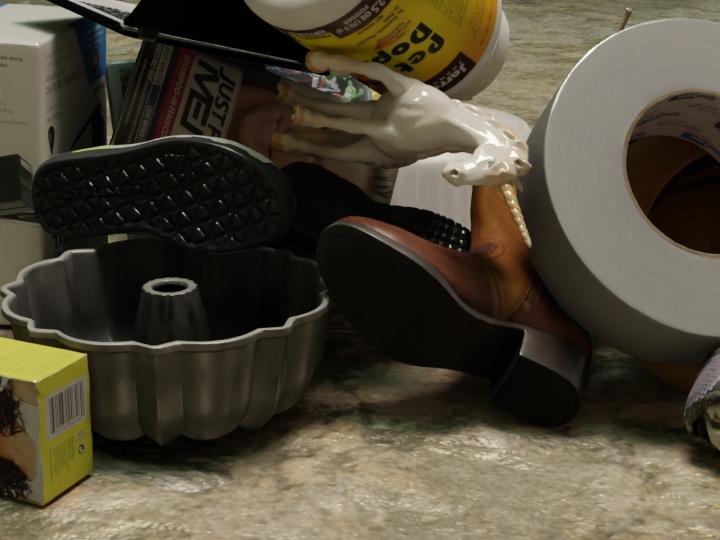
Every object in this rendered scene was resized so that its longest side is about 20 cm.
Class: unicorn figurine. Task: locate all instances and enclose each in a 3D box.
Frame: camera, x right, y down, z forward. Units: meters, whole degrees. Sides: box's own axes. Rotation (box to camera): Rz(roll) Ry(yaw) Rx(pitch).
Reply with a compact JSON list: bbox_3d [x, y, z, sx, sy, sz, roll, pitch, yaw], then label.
[{"bbox_3d":[0.022,-0.084,0.931,0.136,0.074,0.200,14,9,-13],"label":"unicorn figurine"}]

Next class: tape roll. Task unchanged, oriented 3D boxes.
[{"bbox_3d":[0.196,-0.047,0.929,0.198,0.202,0.066,-4,-17,-12],"label":"tape roll"}]

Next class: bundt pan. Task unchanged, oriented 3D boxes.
[{"bbox_3d":[-0.114,0.044,0.929,0.200,0.076,0.202,1,18,0],"label":"bundt pan"}]

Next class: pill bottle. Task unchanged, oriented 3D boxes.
[{"bbox_3d":[0.016,-0.170,0.949,0.109,0.110,0.200,13,-5,33],"label":"pill bottle"}]

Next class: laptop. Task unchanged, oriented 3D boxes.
[{"bbox_3d":[-0.088,-0.204,1.038,0.186,0.117,0.199,5,17,-46],"label":"laptop"}]

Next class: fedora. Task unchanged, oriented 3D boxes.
[{"bbox_3d":[0.230,-0.004,1.001,0.199,0.202,0.082,-4,-17,-12],"label":"fedora"}]

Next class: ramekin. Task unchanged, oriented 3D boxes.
[{"bbox_3d":[0.057,-0.074,1.255,0.200,0.095,0.203,0,19,0],"label":"ramekin"}]

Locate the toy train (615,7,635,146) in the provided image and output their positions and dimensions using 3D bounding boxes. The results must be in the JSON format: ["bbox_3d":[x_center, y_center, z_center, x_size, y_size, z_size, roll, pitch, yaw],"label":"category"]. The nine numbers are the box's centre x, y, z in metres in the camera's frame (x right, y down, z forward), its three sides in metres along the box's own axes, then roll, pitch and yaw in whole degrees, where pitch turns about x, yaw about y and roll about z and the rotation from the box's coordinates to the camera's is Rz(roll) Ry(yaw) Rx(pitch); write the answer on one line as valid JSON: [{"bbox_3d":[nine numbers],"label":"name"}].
[{"bbox_3d":[0.205,-0.099,1.173,0.084,0.201,0.115,32,26,34],"label":"toy train"}]

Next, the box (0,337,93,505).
[{"bbox_3d":[-0.245,0.070,0.859,0.198,0.076,0.050,8,20,25],"label":"box"}]

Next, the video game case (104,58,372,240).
[{"bbox_3d":[-0.078,-0.071,1.137,0.198,0.184,0.023,-6,-12,-17],"label":"video game case"}]

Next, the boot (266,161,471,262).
[{"bbox_3d":[0.000,0.000,1.054,0.199,0.070,0.132,32,-28,-13],"label":"boot"}]

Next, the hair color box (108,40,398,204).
[{"bbox_3d":[-0.074,-0.085,1.096,0.198,0.101,0.061,18,-20,-12],"label":"hair color box"}]

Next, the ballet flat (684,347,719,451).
[{"bbox_3d":[0.256,0.098,0.817,0.072,0.073,0.199,-17,25,-42],"label":"ballet flat"}]

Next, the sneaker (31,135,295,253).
[{"bbox_3d":[-0.120,-0.056,0.996,0.198,0.072,0.083,6,12,28],"label":"sneaker"}]

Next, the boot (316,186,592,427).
[{"bbox_3d":[0.072,-0.017,0.967,0.187,0.069,0.201,26,36,-5],"label":"boot"}]

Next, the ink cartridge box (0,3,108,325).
[{"bbox_3d":[-0.238,-0.077,1.100,0.083,0.202,0.145,5,19,8],"label":"ink cartridge box"}]

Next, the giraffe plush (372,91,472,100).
[{"bbox_3d":[0.015,-0.221,1.639,0.199,0.174,0.162,-19,2,-20],"label":"giraffe plush"}]
